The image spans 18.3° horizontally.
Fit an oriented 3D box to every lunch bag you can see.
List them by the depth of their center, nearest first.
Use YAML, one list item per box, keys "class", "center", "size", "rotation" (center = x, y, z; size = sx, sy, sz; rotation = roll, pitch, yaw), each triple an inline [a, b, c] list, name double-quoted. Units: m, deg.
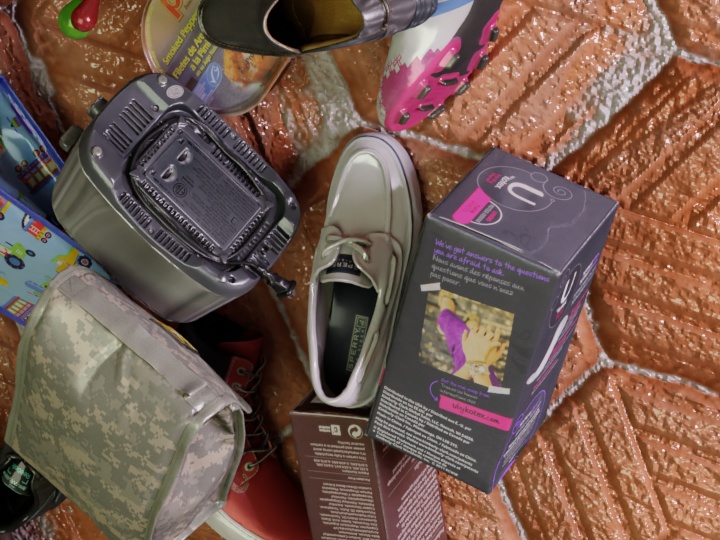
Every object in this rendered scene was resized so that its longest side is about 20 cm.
- class: "lunch bag"
  center: [-0.171, 0.099, 1.670]
  size: [0.164, 0.117, 0.200]
  rotation: [40, 145, 15]
- class: "lunch bag"
  center: [-0.267, -0.028, 1.742]
  size: [0.200, 0.094, 0.150]
  rotation: [45, 141, -8]

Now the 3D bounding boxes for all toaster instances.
- class: "toaster"
  center: [-0.135, -0.043, 1.648]
  size: [0.200, 0.114, 0.129]
  rotation: [42, 153, -8]

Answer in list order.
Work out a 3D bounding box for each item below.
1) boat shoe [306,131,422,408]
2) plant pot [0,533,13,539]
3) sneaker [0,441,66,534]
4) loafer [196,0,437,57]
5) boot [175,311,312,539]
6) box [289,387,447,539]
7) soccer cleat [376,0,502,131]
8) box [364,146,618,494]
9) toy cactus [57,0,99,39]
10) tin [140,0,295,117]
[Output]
- class: "boat shoe"
  center: [0.000, 0.000, 1.605]
  size: [0.073, 0.065, 0.201]
  rotation: [2, 91, 20]
- class: "plant pot"
  center: [-0.379, 0.214, 1.909]
  size: [0.186, 0.187, 0.201]
  rotation: [5, 103, 25]
- class: "sneaker"
  center: [-0.254, 0.144, 1.849]
  size: [0.075, 0.079, 0.201]
  rotation: [33, 125, 8]
- class: "loafer"
  center: [-0.045, -0.179, 1.509]
  size: [0.199, 0.072, 0.073]
  rotation: [-7, 108, 43]
- class: "boot"
  center: [-0.086, 0.128, 1.761]
  size: [0.200, 0.072, 0.144]
  rotation: [43, 126, 4]
- class: "box"
  center: [0.011, 0.173, 1.715]
  size: [0.075, 0.100, 0.201]
  rotation: [2, 116, 26]
- class: "soccer cleat"
  center: [0.056, -0.186, 1.522]
  size: [0.086, 0.070, 0.200]
  rotation: [49, 129, 20]
- class: "box"
  center: [0.091, 0.035, 1.581]
  size: [0.106, 0.122, 0.201]
  rotation: [25, 125, 14]
- class: "toy cactus"
  center: [-0.181, -0.256, 1.566]
  size: [0.164, 0.102, 0.201]
  rotation: [13, 104, 25]
- class: "tin"
  center: [-0.083, -0.198, 1.597]
  size: [0.112, 0.042, 0.200]
  rotation: [38, 127, -1]
